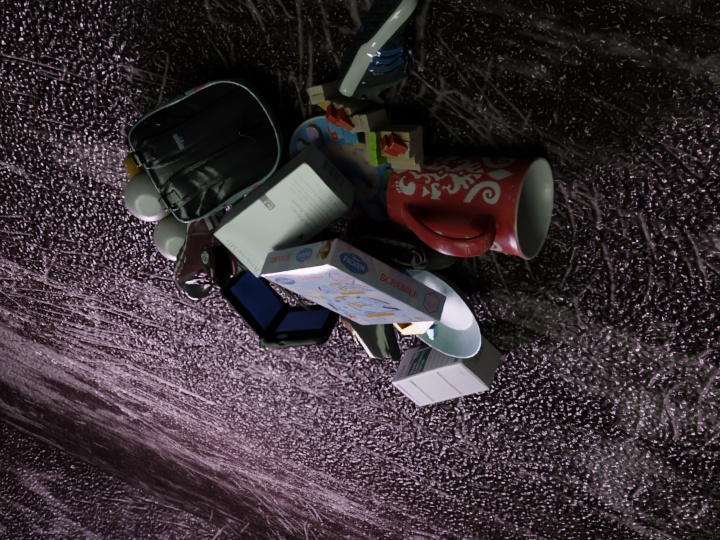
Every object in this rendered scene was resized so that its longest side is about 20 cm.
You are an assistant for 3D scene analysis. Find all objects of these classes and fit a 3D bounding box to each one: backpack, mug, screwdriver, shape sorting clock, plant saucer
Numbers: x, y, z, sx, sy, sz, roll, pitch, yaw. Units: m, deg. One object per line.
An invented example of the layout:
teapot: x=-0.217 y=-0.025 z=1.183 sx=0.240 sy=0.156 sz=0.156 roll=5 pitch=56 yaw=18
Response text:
backpack: x=-0.214 y=-0.185 z=1.230 sx=0.199 sy=0.151 sz=0.178 roll=-28 pitch=102 yaw=10
mug: x=0.134 y=-0.095 z=1.116 sx=0.199 sy=0.177 sz=0.135 roll=11 pitch=100 yaw=32
screwdriver: x=-0.157 y=0.018 z=1.417 sx=0.029 sy=0.028 sz=0.200 roll=-33 pitch=125 yaw=19
shape sorting clock: x=-0.020 y=-0.149 z=1.259 sx=0.199 sy=0.039 sz=0.201 roll=19 pitch=145 yaw=14
plant saucer: x=0.129 y=0.058 z=1.392 sx=0.200 sy=0.039 sz=0.202 roll=34 pitch=150 yaw=22

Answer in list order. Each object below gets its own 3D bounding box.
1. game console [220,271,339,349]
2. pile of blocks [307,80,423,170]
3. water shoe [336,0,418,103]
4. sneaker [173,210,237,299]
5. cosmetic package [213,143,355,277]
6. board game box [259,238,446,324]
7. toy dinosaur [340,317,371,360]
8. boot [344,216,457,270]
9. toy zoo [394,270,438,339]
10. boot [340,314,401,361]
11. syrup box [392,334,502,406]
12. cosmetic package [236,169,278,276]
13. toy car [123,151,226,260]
game console: x=-0.135 y=0.054 z=1.490 sx=0.174 sy=0.200 sz=0.117 roll=-5 pitch=105 yaw=9
pile of blocks: x=-0.006 y=-0.188 z=1.126 sx=0.199 sy=0.062 sz=0.083 roll=34 pitch=127 yaw=22
water shoe: x=0.038 y=-0.282 z=1.037 sx=0.078 sy=0.072 sz=0.200 roll=15 pitch=154 yaw=-19
sneaker: x=-0.246 y=0.003 z=1.340 sx=0.116 sy=0.075 sz=0.201 roll=58 pitch=147 yaw=34
cosmetic package: x=-0.114 y=-0.088 z=1.247 sx=0.199 sy=0.074 sz=0.102 roll=-36 pitch=110 yaw=26
board game box: x=-0.013 y=0.022 z=1.201 sx=0.199 sy=0.041 sz=0.199 roll=28 pitch=161 yaw=-30
toy dinosaur: x=0.004 y=0.104 z=1.497 sx=0.101 sy=0.058 sz=0.200 roll=50 pitch=160 yaw=-1
boot: x=0.068 y=-0.026 z=1.214 sx=0.198 sy=0.070 sz=0.174 roll=10 pitch=-171 yaw=-12
toy zoo: x=0.060 y=0.039 z=1.397 sx=0.200 sy=0.020 sz=0.131 roll=50 pitch=154 yaw=-4
boot: x=-0.018 y=0.080 z=1.421 sx=0.199 sy=0.077 sz=0.139 roll=8 pitch=117 yaw=54
syrup box: x=0.154 y=0.179 z=1.518 sx=0.081 sy=0.079 sz=0.199 roll=42 pitch=144 yaw=-19
cosmetic package: x=-0.182 y=-0.079 z=1.410 sx=0.073 sy=0.104 sz=0.200 roll=35 pitch=147 yaw=-12
toy car: x=-0.300 y=-0.132 z=1.408 sx=0.149 sy=0.176 sz=0.201 roll=-25 pitch=124 yaw=6
